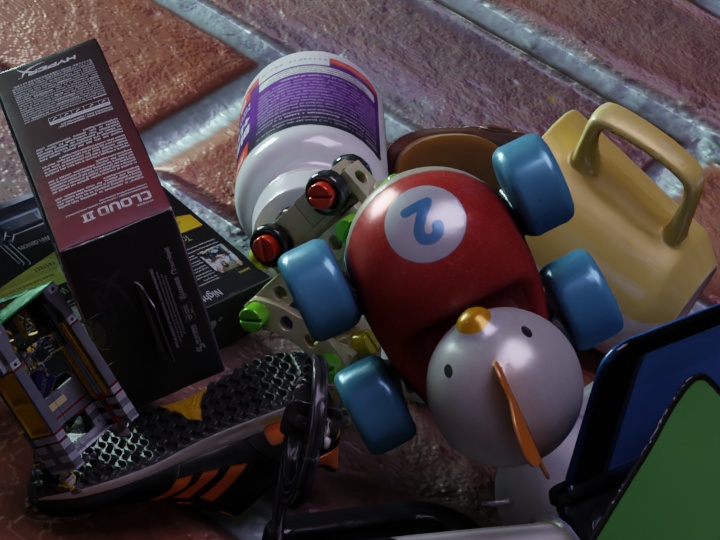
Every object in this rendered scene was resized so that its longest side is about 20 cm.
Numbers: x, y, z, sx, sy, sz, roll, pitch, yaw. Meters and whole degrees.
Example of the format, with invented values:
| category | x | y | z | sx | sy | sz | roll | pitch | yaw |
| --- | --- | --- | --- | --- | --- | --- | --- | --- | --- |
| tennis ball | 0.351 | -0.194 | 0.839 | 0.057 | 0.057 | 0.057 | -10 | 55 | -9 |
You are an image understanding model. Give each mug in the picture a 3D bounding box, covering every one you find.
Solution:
| category | x | y | z | sx | sy | sz | roll | pitch | yaw |
| --- | --- | --- | --- | --- | --- | --- | --- | --- | --- |
| mug | 0.174 | -0.017 | 1.592 | 0.153 | 0.187 | 0.150 | 36 | 83 | 10 |

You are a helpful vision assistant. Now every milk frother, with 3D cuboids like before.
| category | x | y | z | sx | sy | sz | roll | pitch | yaw |
| --- | --- | --- | --- | --- | --- | --- | --- | --- | --- |
| milk frother | 0.034 | 0.157 | 1.280 | 0.187 | 0.201 | 0.181 | -2 | 43 | -24 |

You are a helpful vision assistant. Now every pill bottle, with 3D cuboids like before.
| category | x | y | z | sx | sy | sz | roll | pitch | yaw |
| --- | --- | --- | --- | --- | --- | --- | --- | --- | --- |
| pill bottle | -0.035 | -0.070 | 1.594 | 0.111 | 0.112 | 0.200 | 11 | 28 | -7 |

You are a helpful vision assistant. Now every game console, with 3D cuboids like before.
| category | x | y | z | sx | sy | sz | roll | pitch | yaw |
| --- | --- | --- | --- | --- | --- | --- | --- | --- | --- |
| game console | 0.225 | 0.115 | 1.328 | 0.199 | 0.118 | 0.171 | -18 | 77 | -33 |

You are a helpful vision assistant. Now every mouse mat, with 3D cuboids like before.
| category | x | y | z | sx | sy | sz | roll | pitch | yaw |
| --- | --- | --- | --- | --- | --- | --- | --- | --- | --- |
| mouse mat | 0.188 | 0.180 | 1.296 | 0.008 | 0.161 | 0.200 | 11 | 62 | 52 |

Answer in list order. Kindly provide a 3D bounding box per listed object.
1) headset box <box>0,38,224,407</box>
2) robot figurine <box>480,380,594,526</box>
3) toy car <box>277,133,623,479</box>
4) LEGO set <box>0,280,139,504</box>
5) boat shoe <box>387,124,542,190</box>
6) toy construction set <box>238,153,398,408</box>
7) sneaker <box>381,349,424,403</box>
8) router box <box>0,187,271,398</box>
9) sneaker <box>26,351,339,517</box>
| category | x | y | z | sx | sy | sz | roll | pitch | yaw |
| --- | --- | --- | --- | --- | --- | --- | --- | --- | --- |
| headset box | -0.155 | -0.023 | 1.377 | 0.075 | 0.149 | 0.200 | -21 | 45 | -7 |
| robot figurine | 0.164 | 0.131 | 1.436 | 0.169 | 0.113 | 0.200 | 23 | 34 | 33 |
| toy car | 0.073 | 0.044 | 1.329 | 0.184 | 0.177 | 0.200 | -26 | 27 | -1 |
| LEGO set | -0.230 | 0.103 | 1.313 | 0.116 | 0.153 | 0.200 | 59 | 41 | -12 |
| boat shoe | 0.096 | -0.077 | 1.708 | 0.199 | 0.071 | 0.070 | 7 | 19 | -35 |
| toy construction set | 0.000 | 0.000 | 1.456 | 0.131 | 0.200 | 0.092 | 49 | 21 | 1 |
| sneaker | 0.047 | -0.013 | 1.574 | 0.072 | 0.115 | 0.201 | 2 | 38 | -17 |
| router box | -0.186 | 0.010 | 1.503 | 0.157 | 0.052 | 0.200 | 40 | 42 | 26 |
| sneaker | -0.105 | 0.127 | 1.377 | 0.199 | 0.090 | 0.070 | -21 | 31 | -6 |
